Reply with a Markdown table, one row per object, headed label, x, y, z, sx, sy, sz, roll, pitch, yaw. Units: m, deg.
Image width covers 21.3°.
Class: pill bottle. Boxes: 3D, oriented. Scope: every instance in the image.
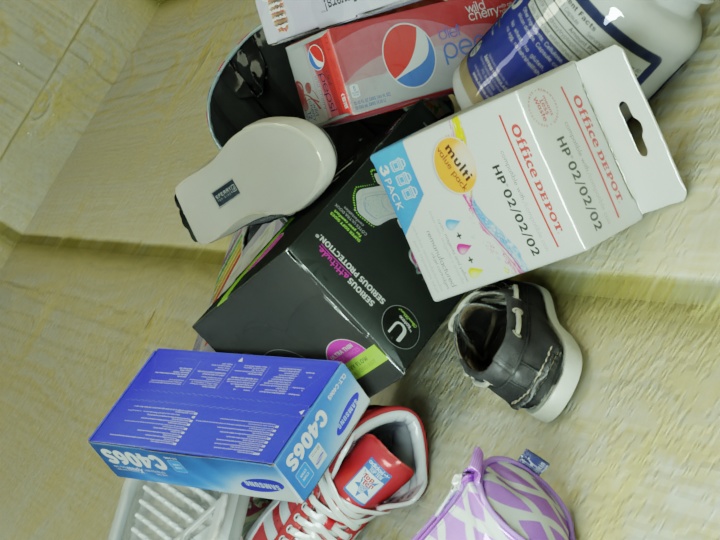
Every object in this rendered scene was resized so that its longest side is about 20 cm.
| label | x | y | z | sx | sy | sz | roll | pitch | yaw |
| --- | --- | --- | --- | --- | --- | --- | --- | --- | --- |
| pill bottle | 0.169 | -0.169 | 1.346 | 0.200 | 0.119 | 0.120 | -47 | 20 | 28 |

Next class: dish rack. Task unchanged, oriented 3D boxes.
| label | x | y | z | sx | sy | sz | roll | pitch | yaw |
| --- | --- | --- | --- | --- | --- | --- | --- | --- | --- |
| dish rack | -0.128 | 0.182 | 1.423 | 0.172 | 0.043 | 0.201 | -40 | 25 | 34 |

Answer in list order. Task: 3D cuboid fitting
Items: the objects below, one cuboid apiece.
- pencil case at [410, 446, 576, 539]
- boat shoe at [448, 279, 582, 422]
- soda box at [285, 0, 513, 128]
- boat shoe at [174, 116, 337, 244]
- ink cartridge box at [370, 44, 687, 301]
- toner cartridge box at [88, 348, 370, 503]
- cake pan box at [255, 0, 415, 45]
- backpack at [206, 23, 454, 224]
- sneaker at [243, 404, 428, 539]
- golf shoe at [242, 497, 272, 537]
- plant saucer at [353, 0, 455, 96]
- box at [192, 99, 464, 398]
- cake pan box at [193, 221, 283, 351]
| label | x | y | z | sx | sy | sz | roll | pitch | yaw |
| --- | --- | --- | --- | --- | --- | --- | --- | --- | --- |
| pencil case | 0.041 | 0.195 | 1.131 | 0.200 | 0.085 | 0.084 | -51 | 17 | 22 |
| boat shoe | 0.092 | 0.043 | 1.289 | 0.074 | 0.060 | 0.200 | -59 | 16 | 12 |
| soda box | 0.045 | -0.165 | 1.466 | 0.199 | 0.070 | 0.063 | -19 | 3 | -34 |
| boat shoe | -0.058 | -0.080 | 1.442 | 0.093 | 0.075 | 0.200 | -28 | 6 | -36 |
| ink cartridge box | 0.109 | -0.062 | 1.280 | 0.068 | 0.116 | 0.200 | -28 | 4 | -39 |
| toner cartridge box | -0.096 | 0.107 | 1.359 | 0.199 | 0.043 | 0.095 | 2 | 48 | 44 |
| cake pan box | 0.046 | -0.229 | 1.448 | 0.184 | 0.053 | 0.200 | -25 | 10 | -35 |
| backpack | -0.027 | -0.133 | 1.680 | 0.178 | 0.200 | 0.151 | -48 | 0 | 29 |
| sneaker | -0.021 | 0.178 | 1.347 | 0.201 | 0.071 | 0.112 | -61 | 15 | -18 |
| golf shoe | -0.098 | 0.172 | 1.509 | 0.091 | 0.075 | 0.200 | 40 | 98 | 36 |
| plant saucer | 0.034 | -0.223 | 1.659 | 0.037 | 0.199 | 0.200 | -51 | 19 | 17 |
| box | 0.000 | 0.000 | 1.423 | 0.148 | 0.124 | 0.200 | -37 | 9 | 48 |
| cake pan box | -0.085 | -0.010 | 1.811 | 0.184 | 0.052 | 0.201 | -45 | 21 | 46 |
